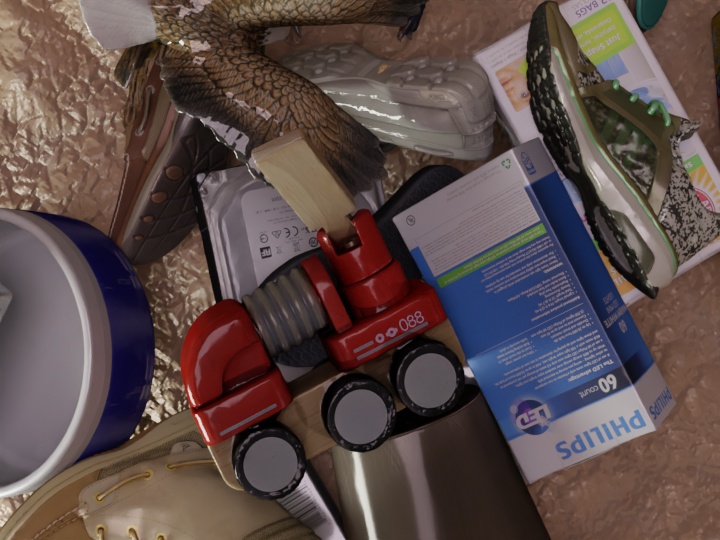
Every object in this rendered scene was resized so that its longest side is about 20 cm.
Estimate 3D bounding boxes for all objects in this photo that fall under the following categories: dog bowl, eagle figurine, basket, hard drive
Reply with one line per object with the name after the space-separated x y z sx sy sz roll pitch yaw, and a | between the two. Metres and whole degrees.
-0.247 0.058 0.961 0.197 0.079 0.204 -1 88 27 | dog bowl
-0.069 -0.152 0.874 0.198 0.153 0.151 22 56 26 | eagle figurine
0.059 0.193 0.920 0.179 0.135 0.203 -23 97 -31 | basket
-0.037 0.017 0.975 0.138 0.038 0.203 -11 90 -16 | hard drive

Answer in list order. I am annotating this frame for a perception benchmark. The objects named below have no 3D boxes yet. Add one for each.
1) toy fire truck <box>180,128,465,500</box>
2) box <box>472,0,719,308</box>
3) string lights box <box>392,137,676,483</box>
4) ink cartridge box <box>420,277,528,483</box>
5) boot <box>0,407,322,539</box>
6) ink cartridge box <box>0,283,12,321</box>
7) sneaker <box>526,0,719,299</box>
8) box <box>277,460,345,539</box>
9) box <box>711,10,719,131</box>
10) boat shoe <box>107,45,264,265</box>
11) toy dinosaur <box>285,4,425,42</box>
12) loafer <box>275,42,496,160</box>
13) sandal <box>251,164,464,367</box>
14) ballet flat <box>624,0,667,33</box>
-0.043 0.021 0.847 0.174 0.129 0.202 -26 100 -7 | toy fire truck
0.173 -0.085 0.947 0.111 0.101 0.202 -29 88 5 | box
0.116 0.027 0.893 0.102 0.059 0.202 -27 90 30 | string lights box
0.112 0.040 0.974 0.103 0.059 0.202 -29 88 4 | ink cartridge box
-0.137 0.195 0.909 0.199 0.073 0.155 -28 56 -31 | boot
-0.352 0.033 0.945 0.199 0.050 0.164 33 103 21 | ink cartridge box
0.173 -0.088 0.869 0.088 0.077 0.202 -27 93 -7 | sneaker
-0.095 0.242 1.003 0.199 0.041 0.157 -32 87 3 | box
0.358 -0.097 0.923 0.197 0.122 0.196 -6 91 5 | box
-0.139 -0.102 0.994 0.071 0.076 0.202 25 90 29 | boat shoe
-0.028 -0.242 0.995 0.180 0.106 0.200 33 56 16 | toy dinosaur
0.008 -0.116 0.950 0.198 0.070 0.071 17 134 40 | loafer
0.001 0.000 0.950 0.199 0.043 0.077 -35 107 -19 | sandal
0.209 -0.272 0.971 0.065 0.070 0.203 18 89 31 | ballet flat
